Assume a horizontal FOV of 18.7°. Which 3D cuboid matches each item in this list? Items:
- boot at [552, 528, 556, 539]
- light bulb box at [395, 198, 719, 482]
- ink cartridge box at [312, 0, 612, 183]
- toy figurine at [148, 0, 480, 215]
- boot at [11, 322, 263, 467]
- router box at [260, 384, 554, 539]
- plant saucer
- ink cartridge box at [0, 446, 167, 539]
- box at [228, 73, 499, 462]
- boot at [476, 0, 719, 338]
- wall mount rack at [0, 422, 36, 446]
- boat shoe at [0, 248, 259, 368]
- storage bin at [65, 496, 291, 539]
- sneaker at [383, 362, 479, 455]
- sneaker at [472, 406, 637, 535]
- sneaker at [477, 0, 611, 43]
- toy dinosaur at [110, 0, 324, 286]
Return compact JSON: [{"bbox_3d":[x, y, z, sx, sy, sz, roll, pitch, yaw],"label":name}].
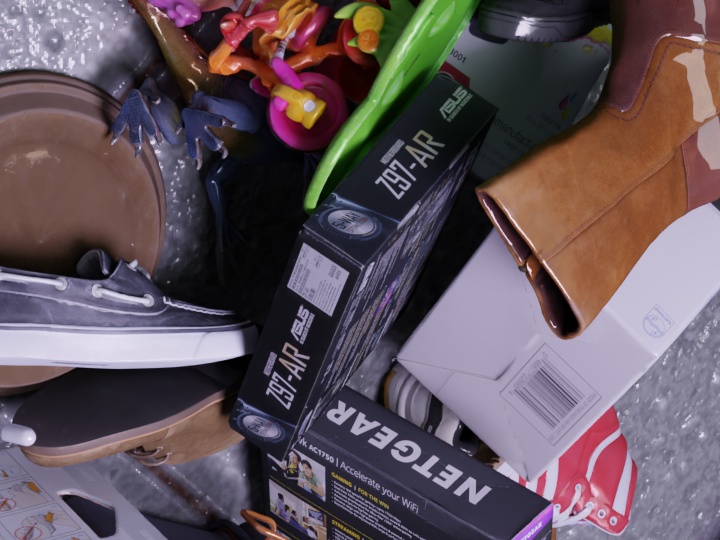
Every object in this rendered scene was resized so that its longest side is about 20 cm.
[{"bbox_3d":[0.138,0.205,1.596,0.187,0.068,0.201,-17,110,-22],"label":"boot"},{"bbox_3d":[0.153,-0.005,1.371,0.200,0.125,0.198,-44,174,-33],"label":"light bulb box"},{"bbox_3d":[0.086,-0.167,1.372,0.145,0.083,0.201,30,92,-39],"label":"ink cartridge box"},{"bbox_3d":[-0.046,-0.159,1.230,0.200,0.184,0.150,-55,173,-14],"label":"toy figurine"},{"bbox_3d":[-0.128,0.094,1.330,0.199,0.073,0.076,-18,131,-45],"label":"boot"},{"bbox_3d":[0.026,0.165,1.376,0.051,0.199,0.150,-38,143,-36],"label":"router box"},{"bbox_3d":[-0.197,-0.016,1.275,0.199,0.029,0.201,-15,117,-31],"label":"plant saucer"},{"bbox_3d":[-0.208,0.166,1.233,0.173,0.200,0.044,-9,116,-31],"label":"ink cartridge box"},{"bbox_3d":[0.000,0.000,1.298,0.160,0.043,0.200,-50,169,-38],"label":"box"},{"bbox_3d":[0.129,-0.092,1.221,0.200,0.068,0.189,-39,116,-28],"label":"boot"},{"bbox_3d":[-0.275,0.044,1.192,0.173,0.075,0.201,-12,118,-4],"label":"wall mount rack"},{"bbox_3d":[-0.146,0.021,1.269,0.199,0.072,0.068,2,83,-32],"label":"boat shoe"},{"bbox_3d":[-0.113,0.209,1.331,0.134,0.200,0.146,24,95,-29],"label":"storage bin"},{"bbox_3d":[0.114,0.060,1.486,0.200,0.088,0.076,-38,126,-17],"label":"sneaker"},{"bbox_3d":[0.111,0.158,1.493,0.200,0.071,0.113,-36,111,-25],"label":"sneaker"},{"bbox_3d":[0.152,-0.201,1.316,0.199,0.060,0.105,-13,114,-34],"label":"sneaker"},{"bbox_3d":[-0.055,-0.090,1.308,0.181,0.105,0.201,-14,99,-58],"label":"toy dinosaur"}]
